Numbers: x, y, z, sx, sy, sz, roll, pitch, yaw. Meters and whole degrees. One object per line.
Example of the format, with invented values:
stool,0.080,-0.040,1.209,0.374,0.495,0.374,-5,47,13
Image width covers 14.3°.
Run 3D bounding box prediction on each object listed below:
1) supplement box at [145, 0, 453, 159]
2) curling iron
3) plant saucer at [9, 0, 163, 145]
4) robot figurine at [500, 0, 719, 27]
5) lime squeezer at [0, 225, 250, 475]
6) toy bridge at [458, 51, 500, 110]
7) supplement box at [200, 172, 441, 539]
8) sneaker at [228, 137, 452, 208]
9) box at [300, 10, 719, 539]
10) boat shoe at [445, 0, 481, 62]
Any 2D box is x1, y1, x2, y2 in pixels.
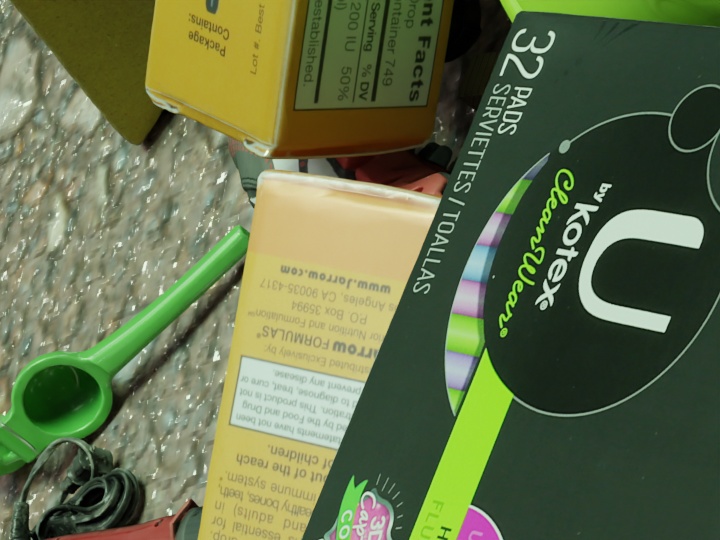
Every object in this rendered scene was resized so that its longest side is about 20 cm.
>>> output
supplement box,-0.007,-0.136,0.816,0.066,0.069,0.201,28,113,47
curling iron,-0.056,0.080,0.944,0.200,0.025,0.050,-4,66,51
plant saucer,-0.112,-0.181,1.071,0.048,0.200,0.201,-19,52,15
robot figurine,0.097,-0.105,0.752,0.116,0.175,0.200,-47,0,-14
lime squeezer,-0.112,0.041,1.050,0.200,0.038,0.071,-23,19,45
toy bridge,0.088,-0.134,0.903,0.067,0.027,0.201,-3,63,51
supplement box,-0.003,0.079,0.770,0.069,0.066,0.201,9,90,33
sneaker,0.000,0.000,0.886,0.098,0.071,0.200,-57,35,4
box,0.085,0.057,0.680,0.148,0.124,0.201,11,75,51
boat shoe,-0.028,-0.127,0.947,0.199,0.066,0.075,39,109,40
